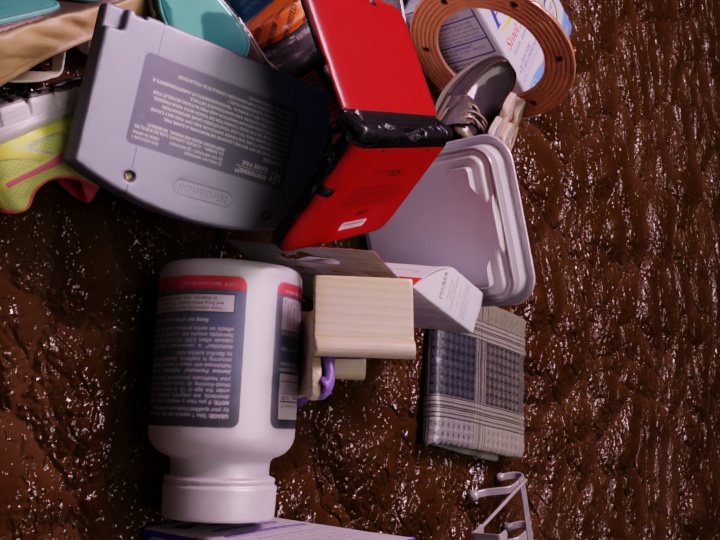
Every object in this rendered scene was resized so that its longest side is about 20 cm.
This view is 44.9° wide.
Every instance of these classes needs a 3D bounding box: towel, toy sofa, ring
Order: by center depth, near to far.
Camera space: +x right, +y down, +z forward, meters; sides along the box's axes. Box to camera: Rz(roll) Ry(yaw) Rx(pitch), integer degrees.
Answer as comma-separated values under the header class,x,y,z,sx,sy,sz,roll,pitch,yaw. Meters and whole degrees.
class,x,y,z,sx,sy,sz,roll,pitch,yaw
toy sofa,-0.016,0.070,0.759,0.083,0.200,0.098,3,77,-11
ring,0.151,-0.253,1.002,0.200,0.200,0.019,48,57,-35
towel,0.142,0.133,1.081,0.200,0.034,0.193,21,67,-44

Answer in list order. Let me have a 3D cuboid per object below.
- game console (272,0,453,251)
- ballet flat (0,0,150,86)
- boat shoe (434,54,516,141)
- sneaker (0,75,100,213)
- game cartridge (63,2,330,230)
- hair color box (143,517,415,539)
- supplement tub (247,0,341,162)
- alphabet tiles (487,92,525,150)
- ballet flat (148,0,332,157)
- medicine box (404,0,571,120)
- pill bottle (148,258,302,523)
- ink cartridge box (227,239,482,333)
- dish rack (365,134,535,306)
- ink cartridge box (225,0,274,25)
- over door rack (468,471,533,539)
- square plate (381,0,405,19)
class,x,y,z,sx,sy,sz,roll,pitch,yaw
game console,-0.013,-0.123,0.715,0.119,0.173,0.200,43,22,13
ballet flat,-0.228,-0.186,0.666,0.200,0.069,0.063,-37,141,-43
boat shoe,0.112,-0.153,0.977,0.074,0.073,0.200,38,90,-31
sneaker,-0.209,-0.101,0.664,0.200,0.078,0.091,-29,116,-42
game cartridge,-0.118,-0.102,0.660,0.200,0.041,0.134,15,91,-38
hair color box,-0.067,0.235,0.680,0.109,0.200,0.065,8,81,-49
supplement tub,-0.032,-0.168,0.835,0.200,0.122,0.123,57,47,-29
alphabet tiles,0.145,-0.107,1.021,0.200,0.015,0.196,-59,166,-27
ballet flat,-0.106,-0.163,0.734,0.200,0.064,0.067,45,76,-23
medicine box,0.166,-0.316,1.104,0.200,0.103,0.182,50,50,-34
pill bottle,-0.111,0.098,0.710,0.119,0.119,0.201,14,75,-48
ink cartridge box,0.000,0.000,0.800,0.200,0.160,0.047,38,63,-51
dish rack,0.074,-0.040,0.885,0.043,0.200,0.172,-18,99,-45
ink cartridge box,-0.128,-0.322,0.738,0.200,0.086,0.147,47,51,-20
over door rack,0.165,0.341,1.033,0.200,0.066,0.148,-23,104,-70
square plate,0.035,-0.264,0.938,0.200,0.028,0.199,-57,136,-83
